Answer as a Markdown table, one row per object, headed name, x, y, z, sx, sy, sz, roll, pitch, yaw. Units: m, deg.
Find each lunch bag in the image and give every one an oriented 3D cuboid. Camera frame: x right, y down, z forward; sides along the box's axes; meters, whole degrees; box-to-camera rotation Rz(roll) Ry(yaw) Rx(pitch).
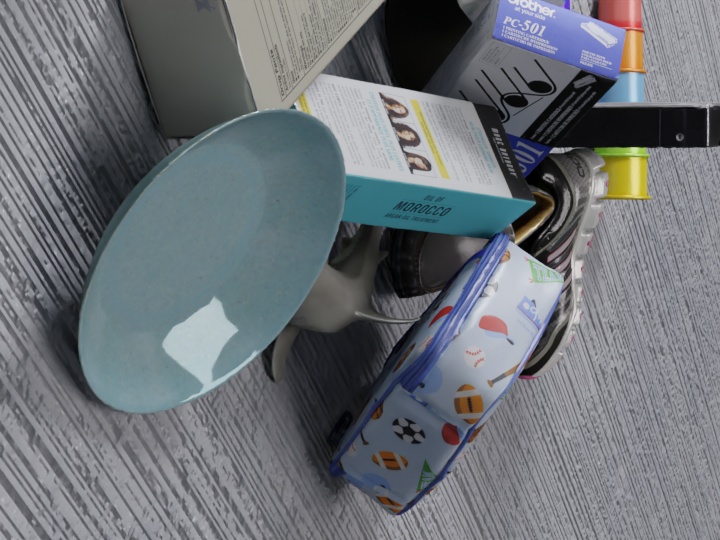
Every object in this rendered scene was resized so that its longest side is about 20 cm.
| name | x | y | z | sx | sy | sz | roll | pitch | yaw |
| --- | --- | --- | --- | --- | --- | --- | --- | --- | --- |
| lunch bag | 0.056 | 0.070 | 1.313 | 0.160 | 0.076 | 0.200 | -59 | -175 | -38 |

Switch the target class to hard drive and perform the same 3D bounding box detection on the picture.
| name | x | y | z | sx | sy | sz | roll | pitch | yaw |
| --- | --- | --- | --- | --- | --- | --- | --- | --- | --- |
| hard drive | 0.207 | -0.118 | 1.555 | 0.140 | 0.200 | 0.038 | -9 | 98 | -63 |

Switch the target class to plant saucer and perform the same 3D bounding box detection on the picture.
| name | x | y | z | sx | sy | sz | roll | pitch | yaw |
| --- | --- | --- | --- | --- | --- | --- | --- | --- | --- |
| plant saucer | -0.092 | -0.012 | 1.081 | 0.201 | 0.039 | 0.201 | -35 | 146 | -28 |

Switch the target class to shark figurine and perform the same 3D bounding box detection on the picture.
| name | x | y | z | sx | sy | sz | roll | pitch | yaw |
| --- | --- | --- | --- | --- | --- | --- | --- | --- | --- |
| shark figurine | 0.005 | 0.005 | 1.276 | 0.214 | 0.089 | 0.128 | -48 | 148 | -59 |

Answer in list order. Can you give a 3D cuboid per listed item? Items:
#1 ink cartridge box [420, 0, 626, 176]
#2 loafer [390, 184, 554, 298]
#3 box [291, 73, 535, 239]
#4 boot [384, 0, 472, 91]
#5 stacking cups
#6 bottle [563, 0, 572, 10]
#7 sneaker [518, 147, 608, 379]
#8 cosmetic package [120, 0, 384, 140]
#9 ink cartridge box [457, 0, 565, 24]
| name | x | y | z | sx | sy | sz | roll | pitch | yaw |
| --- | --- | --- | --- | --- | --- | --- | --- | --- | --- |
| ink cartridge box | 0.102 | -0.122 | 1.340 | 0.200 | 0.094 | 0.044 | 132 | -27 | -63 |
| loafer | 0.084 | -0.032 | 1.458 | 0.200 | 0.072 | 0.073 | -43 | 132 | -54 |
| box | 0.020 | -0.074 | 1.239 | 0.200 | 0.049 | 0.082 | 6 | 54 | -43 |
| boot | 0.066 | -0.160 | 1.441 | 0.200 | 0.074 | 0.076 | 55 | 15 | -45 |
| stacking cups | 0.249 | -0.166 | 1.793 | 0.060 | 0.060 | 0.200 | 0 | 93 | -64 |
| bottle | 0.134 | -0.237 | 1.528 | 0.084 | 0.065 | 0.200 | -149 | -125 | -70 |
| sneaker | 0.141 | -0.009 | 1.584 | 0.087 | 0.074 | 0.200 | 9 | 99 | -41 |
| cosmetic package | -0.058 | -0.170 | 1.149 | 0.200 | 0.071 | 0.105 | -52 | 136 | -49 |
| ink cartridge box | 0.069 | -0.273 | 1.330 | 0.200 | 0.067 | 0.116 | 67 | 9 | 10 |
